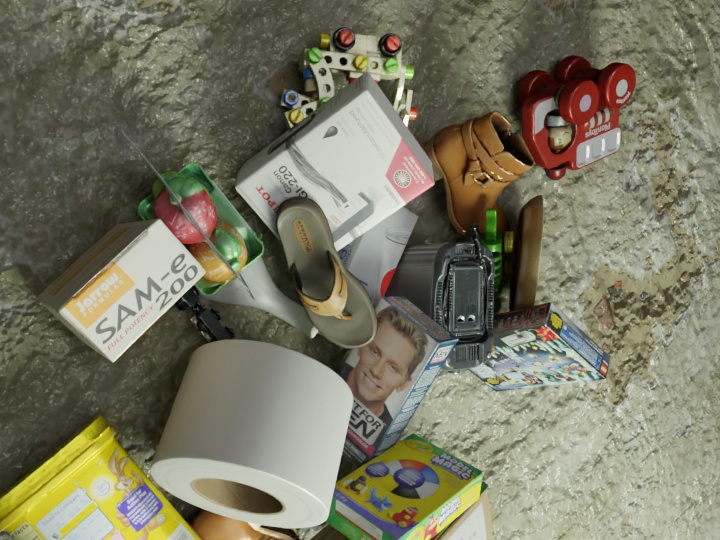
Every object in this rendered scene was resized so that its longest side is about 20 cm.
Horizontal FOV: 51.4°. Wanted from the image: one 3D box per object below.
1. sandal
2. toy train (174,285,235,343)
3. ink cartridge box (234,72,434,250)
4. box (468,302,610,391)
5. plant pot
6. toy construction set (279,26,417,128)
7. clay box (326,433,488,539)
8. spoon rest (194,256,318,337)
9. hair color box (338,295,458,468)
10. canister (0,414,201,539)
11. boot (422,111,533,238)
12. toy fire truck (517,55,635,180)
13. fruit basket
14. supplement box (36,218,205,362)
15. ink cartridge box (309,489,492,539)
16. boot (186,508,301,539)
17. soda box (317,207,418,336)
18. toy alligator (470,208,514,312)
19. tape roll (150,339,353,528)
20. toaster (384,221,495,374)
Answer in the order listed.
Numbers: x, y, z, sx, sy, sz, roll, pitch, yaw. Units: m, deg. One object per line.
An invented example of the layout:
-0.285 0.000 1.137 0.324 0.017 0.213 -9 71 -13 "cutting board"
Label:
-0.044 0.009 0.886 0.081 0.055 0.201 -18 107 10 "sandal"
-0.179 0.076 0.914 0.034 0.046 0.200 -47 110 -28 "toy train"
-0.031 -0.117 0.910 0.199 0.085 0.146 -33 112 18 "ink cartridge box"
0.227 0.114 1.054 0.137 0.199 0.040 39 57 -23 "box"
0.237 -0.010 1.084 0.027 0.200 0.202 5 89 7 "plant pot"
-0.004 -0.239 0.973 0.199 0.092 0.132 2 91 -29 "toy construction set"
0.062 0.267 0.913 0.199 0.114 0.048 -21 124 -45 "clay box"
-0.136 0.016 0.937 0.199 0.061 0.100 36 74 -12 "spoon rest"
0.028 0.142 0.950 0.060 0.100 0.201 0 123 -57 "hair color box"
-0.280 0.283 0.816 0.148 0.086 0.200 -40 96 -20 "canister"
0.183 -0.126 1.037 0.200 0.155 0.077 48 51 -17 "boot"
0.334 -0.232 1.165 0.199 0.112 0.169 -26 122 -25 "toy fire truck"
-0.170 -0.055 0.799 0.094 0.200 0.186 -38 85 -13 "fruit basket"
-0.255 0.016 0.780 0.126 0.200 0.074 -47 112 -19 "supplement box"
0.052 0.343 0.947 0.200 0.164 0.076 -21 104 -53 "ink cartridge box"
-0.144 0.370 0.929 0.155 0.077 0.201 -32 113 -20 "boot"
0.000 0.000 1.001 0.068 0.063 0.201 30 78 -27 "soda box"
0.187 0.004 1.065 0.054 0.059 0.201 -71 159 -46 "toy alligator"
-0.118 0.188 0.842 0.202 0.202 0.140 34 51 -26 "tape roll"
0.104 0.036 1.017 0.113 0.129 0.202 -2 94 -38 "toaster"
